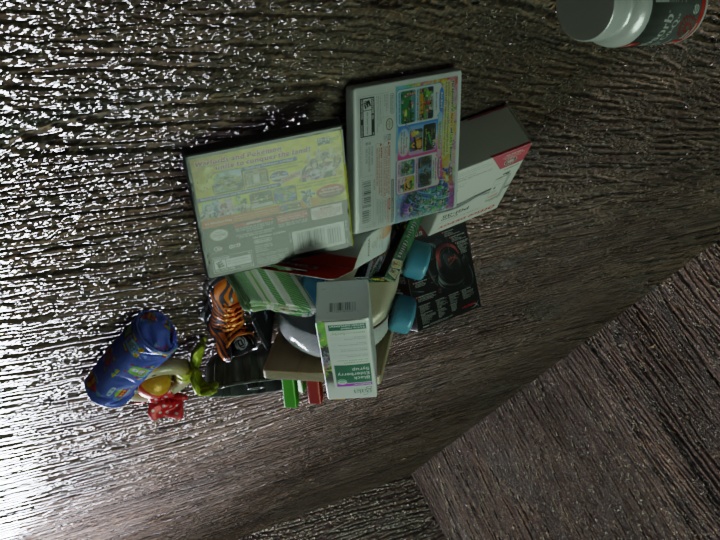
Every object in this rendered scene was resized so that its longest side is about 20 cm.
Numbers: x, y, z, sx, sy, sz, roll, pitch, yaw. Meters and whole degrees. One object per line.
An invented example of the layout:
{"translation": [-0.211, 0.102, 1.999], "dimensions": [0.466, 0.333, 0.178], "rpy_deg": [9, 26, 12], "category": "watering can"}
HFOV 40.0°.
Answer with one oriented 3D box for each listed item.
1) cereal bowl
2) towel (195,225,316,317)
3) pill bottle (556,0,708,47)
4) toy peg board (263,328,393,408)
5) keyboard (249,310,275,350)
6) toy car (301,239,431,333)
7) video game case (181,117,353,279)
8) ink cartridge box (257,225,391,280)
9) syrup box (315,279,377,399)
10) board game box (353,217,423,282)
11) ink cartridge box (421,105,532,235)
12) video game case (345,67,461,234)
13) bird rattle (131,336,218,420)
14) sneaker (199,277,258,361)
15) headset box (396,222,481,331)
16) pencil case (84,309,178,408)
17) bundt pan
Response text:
{"translation": [-0.046, 0.083, 1.669], "dimensions": [0.200, 0.200, 0.083], "rpy_deg": [-18, 129, -28], "category": "cereal bowl"}
{"translation": [-0.146, 0.002, 1.420], "dimensions": [0.023, 0.153, 0.200], "rpy_deg": [-39, 161, 17], "category": "towel"}
{"translation": [0.359, -0.355, 1.310], "dimensions": [0.200, 0.116, 0.116], "rpy_deg": [-13, 155, -37], "category": "pill bottle"}
{"translation": [-0.046, 0.157, 1.730], "dimensions": [0.199, 0.200, 0.098], "rpy_deg": [2, 122, 10], "category": "toy peg board"}
{"translation": [-0.158, 0.047, 1.594], "dimensions": [0.021, 0.127, 0.200], "rpy_deg": [5, 162, 3], "category": "keyboard"}
{"translation": [0.000, 0.000, 1.624], "dimensions": [0.184, 0.177, 0.200], "rpy_deg": [14, -175, -6], "category": "toy car"}
{"translation": [-0.112, -0.090, 1.255], "dimensions": [0.200, 0.026, 0.181], "rpy_deg": [-13, 125, -11], "category": "video game case"}
{"translation": [-0.068, -0.041, 1.374], "dimensions": [0.162, 0.050, 0.200], "rpy_deg": [9, -165, 22], "category": "ink cartridge box"}
{"translation": [-0.019, 0.108, 1.500], "dimensions": [0.079, 0.081, 0.200], "rpy_deg": [-3, 137, 2], "category": "syrup box"}
{"translation": [0.060, -0.074, 1.478], "dimensions": [0.200, 0.023, 0.105], "rpy_deg": [-65, -160, -12], "category": "board game box"}
{"translation": [0.169, -0.156, 1.575], "dimensions": [0.146, 0.083, 0.200], "rpy_deg": [-23, 159, -19], "category": "ink cartridge box"}
{"translation": [0.059, -0.162, 1.334], "dimensions": [0.182, 0.024, 0.200], "rpy_deg": [-17, 118, -33], "category": "video game case"}
{"translation": [-0.349, 0.191, 1.738], "dimensions": [0.200, 0.113, 0.163], "rpy_deg": [-28, 153, 36], "category": "bird rattle"}
{"translation": [-0.198, 0.074, 1.584], "dimensions": [0.078, 0.112, 0.200], "rpy_deg": [-21, 158, -23], "category": "sneaker"}
{"translation": [0.117, -0.012, 1.723], "dimensions": [0.149, 0.200, 0.075], "rpy_deg": [-20, -166, -32], "category": "headset box"}
{"translation": [-0.363, 0.146, 1.577], "dimensions": [0.087, 0.078, 0.200], "rpy_deg": [22, 132, -28], "category": "pencil case"}
{"translation": [-0.198, 0.184, 1.843], "dimensions": [0.202, 0.076, 0.202], "rpy_deg": [-7, 168, -2], "category": "bundt pan"}
